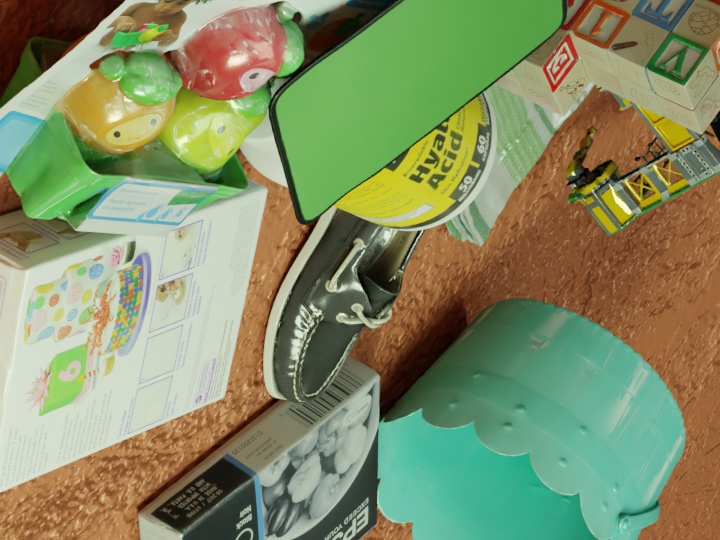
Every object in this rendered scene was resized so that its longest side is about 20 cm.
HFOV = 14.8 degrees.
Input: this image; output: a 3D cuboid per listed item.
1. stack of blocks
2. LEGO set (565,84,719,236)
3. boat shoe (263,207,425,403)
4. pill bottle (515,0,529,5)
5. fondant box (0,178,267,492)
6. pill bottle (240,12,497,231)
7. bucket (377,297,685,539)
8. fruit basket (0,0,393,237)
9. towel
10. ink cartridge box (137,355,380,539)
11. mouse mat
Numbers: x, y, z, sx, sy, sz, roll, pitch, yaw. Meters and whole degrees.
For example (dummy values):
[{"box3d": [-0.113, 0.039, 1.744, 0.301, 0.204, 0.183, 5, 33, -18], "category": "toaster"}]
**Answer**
[{"box3d": [0.138, -0.158, 1.700, 0.115, 0.200, 0.059, -54, 150, -14], "category": "stack of blocks"}, {"box3d": [0.207, -0.131, 1.919, 0.200, 0.116, 0.154, -45, -169, -33], "category": "LEGO set"}, {"box3d": [0.000, 0.000, 1.763, 0.074, 0.060, 0.200, 8, 108, -60], "category": "boat shoe"}, {"box3d": [0.083, -0.204, 1.585, 0.200, 0.113, 0.114, -25, 135, -46], "category": "pill bottle"}, {"box3d": [-0.147, 0.027, 1.560, 0.200, 0.058, 0.145, -22, 133, -49], "category": "fondant box"}, {"box3d": [-0.008, -0.093, 1.618, 0.200, 0.111, 0.112, 19, 99, -60], "category": "pill bottle"}, {"box3d": [0.118, 0.129, 1.925, 0.135, 0.207, 0.207, -50, 150, -30], "category": "bucket"}, {"box3d": [-0.087, -0.095, 1.433, 0.200, 0.094, 0.185, -32, 160, 31], "category": "fruit basket"}, {"box3d": [0.111, -0.126, 1.860, 0.200, 0.031, 0.149, -52, 150, -16], "category": "towel"}, {"box3d": [-0.063, 0.184, 1.842, 0.198, 0.043, 0.200, -38, 145, -35], "category": "ink cartridge box"}, {"box3d": [0.035, -0.114, 1.504, 0.200, 0.008, 0.161, -37, 157, -11], "category": "mouse mat"}]
